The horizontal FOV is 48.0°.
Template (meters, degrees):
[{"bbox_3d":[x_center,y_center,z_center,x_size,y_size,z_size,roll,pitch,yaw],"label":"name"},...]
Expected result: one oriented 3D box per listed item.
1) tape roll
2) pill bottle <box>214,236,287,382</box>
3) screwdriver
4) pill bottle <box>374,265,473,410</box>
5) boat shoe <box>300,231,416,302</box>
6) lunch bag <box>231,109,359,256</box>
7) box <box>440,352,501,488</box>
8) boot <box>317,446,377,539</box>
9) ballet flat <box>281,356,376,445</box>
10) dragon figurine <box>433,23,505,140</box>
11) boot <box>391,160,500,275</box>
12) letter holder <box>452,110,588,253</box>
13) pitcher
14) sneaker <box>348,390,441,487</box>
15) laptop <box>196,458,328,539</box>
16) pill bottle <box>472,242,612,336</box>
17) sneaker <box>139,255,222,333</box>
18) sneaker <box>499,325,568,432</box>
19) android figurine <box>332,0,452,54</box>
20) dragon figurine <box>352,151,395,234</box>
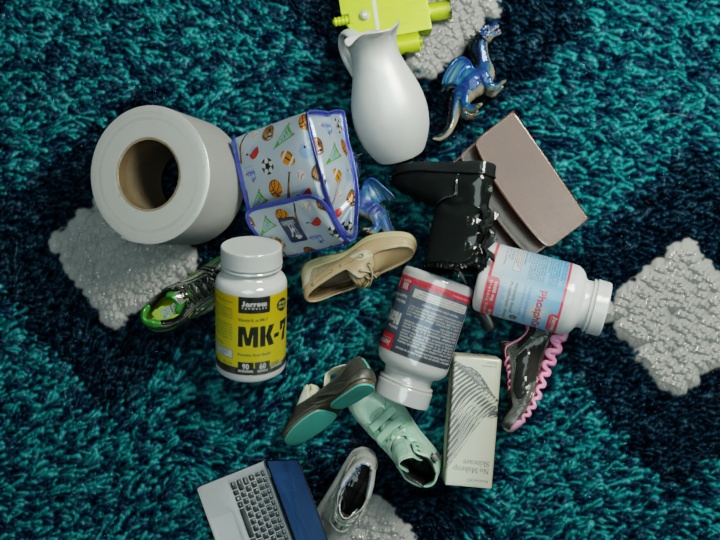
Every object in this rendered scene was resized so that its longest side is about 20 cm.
[{"bbox_3d":[-0.294,-0.142,1.251,0.198,0.139,0.208,0,91,14],"label":"tape roll"},{"bbox_3d":[-0.169,0.058,1.251,0.111,0.115,0.205,3,110,2],"label":"pill bottle"},{"bbox_3d":[0.167,0.008,1.315,0.029,0.028,0.203,-26,87,-29],"label":"screwdriver"},{"bbox_3d":[0.093,0.107,1.269,0.117,0.120,0.204,18,90,2],"label":"pill bottle"},{"bbox_3d":[0.000,0.000,1.283,0.196,0.072,0.065,-21,46,12],"label":"boat shoe"},{"bbox_3d":[-0.095,-0.128,1.249,0.167,0.123,0.205,-9,95,36],"label":"lunch bag"},{"bbox_3d":[0.176,0.237,1.292,0.080,0.068,0.205,3,89,1],"label":"box"},{"bbox_3d":[-0.032,0.380,1.283,0.072,0.096,0.204,23,90,2],"label":"boot"},{"bbox_3d":[-0.053,0.204,1.295,0.199,0.068,0.069,-37,49,23],"label":"ballet flat"},{"bbox_3d":[0.163,-0.299,1.292,0.200,0.059,0.100,-45,84,1],"label":"dragon figurine"},{"bbox_3d":[0.122,-0.080,1.238,0.195,0.073,0.167,3,83,37],"label":"boot"},{"bbox_3d":[0.237,-0.120,1.277,0.141,0.101,0.202,-35,89,3],"label":"letter holder"},{"bbox_3d":[0.027,-0.281,1.274,0.119,0.171,0.204,-24,114,-17],"label":"pitcher"},{"bbox_3d":[0.054,0.254,1.270,0.200,0.118,0.074,43,93,2],"label":"sneaker"},{"bbox_3d":[-0.150,0.409,1.277,0.196,0.116,0.191,-21,89,1],"label":"laptop"},{"bbox_3d":[0.277,0.033,1.240,0.196,0.109,0.111,15,90,13],"label":"pill bottle"},{"bbox_3d":[-0.262,0.042,1.297,0.198,0.085,0.079,-33,89,1],"label":"sneaker"},{"bbox_3d":[0.257,0.155,1.293,0.094,0.079,0.203,25,83,7],"label":"sneaker"},{"bbox_3d":[0.047,-0.440,1.313,0.195,0.041,0.187,-7,90,0],"label":"android figurine"},{"bbox_3d":[0.022,-0.113,1.301,0.198,0.059,0.100,35,91,1],"label":"dragon figurine"}]
